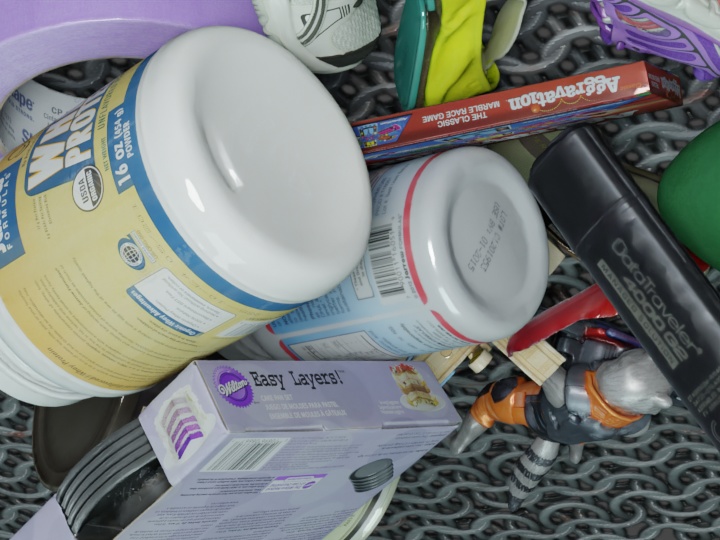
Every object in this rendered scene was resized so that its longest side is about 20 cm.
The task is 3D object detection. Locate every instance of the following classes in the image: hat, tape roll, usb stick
[{"bbox_3d":[0.188,-0.052,1.070,0.176,0.200,0.166,17,139,43],"label":"hat"},{"bbox_3d":[-0.130,-0.103,1.035,0.200,0.066,0.200,-4,152,-2],"label":"tape roll"},{"bbox_3d":[0.155,0.010,0.993,0.033,0.200,0.055,-13,151,-44],"label":"usb stick"}]

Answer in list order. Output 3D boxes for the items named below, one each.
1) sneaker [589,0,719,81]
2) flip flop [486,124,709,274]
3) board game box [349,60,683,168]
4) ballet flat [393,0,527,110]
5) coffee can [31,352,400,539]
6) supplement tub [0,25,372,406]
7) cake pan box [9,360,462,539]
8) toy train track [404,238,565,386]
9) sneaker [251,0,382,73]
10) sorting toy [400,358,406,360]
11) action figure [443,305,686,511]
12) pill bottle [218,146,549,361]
[{"bbox_3d":[0.136,-0.144,0.953,0.200,0.081,0.083,29,146,-33],"label":"sneaker"},{"bbox_3d":[0.139,-0.037,1.132,0.081,0.058,0.200,-18,140,32],"label":"flip flop"},{"bbox_3d":[0.066,-0.080,1.021,0.200,0.019,0.103,-11,179,19],"label":"board game box"},{"bbox_3d":[0.054,-0.148,0.977,0.067,0.067,0.200,-8,153,-5],"label":"ballet flat"},{"bbox_3d":[-0.090,0.093,1.220,0.200,0.146,0.146,19,145,-28],"label":"coffee can"},{"bbox_3d":[-0.109,-0.021,0.970,0.200,0.145,0.145,-28,134,36],"label":"supplement tub"},{"bbox_3d":[-0.071,0.118,1.054,0.200,0.052,0.184,2,141,-48],"label":"cake pan box"},{"bbox_3d":[0.046,0.056,1.141,0.115,0.033,0.200,42,100,-5],"label":"toy train track"},{"bbox_3d":[-0.015,-0.169,0.935,0.088,0.076,0.200,-6,146,18],"label":"sneaker"},{"bbox_3d":[-0.010,-0.005,1.233,0.200,0.036,0.185,12,147,-18],"label":"sorting toy"},{"bbox_3d":[0.168,0.100,1.305,0.200,0.105,0.193,18,155,-15],"label":"action figure"},{"bbox_3d":[0.000,0.000,1.089,0.200,0.109,0.109,-12,144,41],"label":"pill bottle"}]
